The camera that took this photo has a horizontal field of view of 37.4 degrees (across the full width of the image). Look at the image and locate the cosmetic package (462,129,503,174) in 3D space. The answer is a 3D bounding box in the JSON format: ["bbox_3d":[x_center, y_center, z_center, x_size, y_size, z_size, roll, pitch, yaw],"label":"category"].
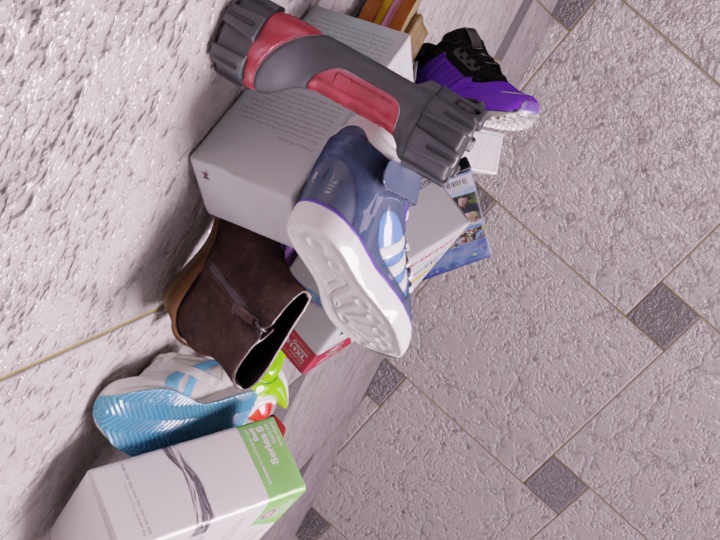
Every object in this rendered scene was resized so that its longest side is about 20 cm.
[{"bbox_3d":[0.069,-0.145,1.221,0.199,0.082,0.051,18,-82,58],"label":"cosmetic package"}]

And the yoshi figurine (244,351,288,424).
[{"bbox_3d":[-0.152,0.128,1.160,0.201,0.111,0.113,-60,152,-29],"label":"yoshi figurine"}]

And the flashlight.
[{"bbox_3d":[-0.012,-0.128,0.774,0.068,0.199,0.068,-49,167,-45],"label":"flashlight"}]

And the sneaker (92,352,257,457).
[{"bbox_3d":[-0.187,0.123,1.014,0.199,0.080,0.077,8,114,-60],"label":"sneaker"}]

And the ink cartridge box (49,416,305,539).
[{"bbox_3d":[-0.173,0.227,1.003,0.198,0.085,0.146,-11,152,-38],"label":"ink cartridge box"}]

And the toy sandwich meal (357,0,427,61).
[{"bbox_3d":[0.005,-0.201,1.128,0.207,0.070,0.205,-61,-177,5],"label":"toy sandwich meal"}]

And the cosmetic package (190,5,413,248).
[{"bbox_3d":[-0.043,-0.124,0.899,0.201,0.100,0.072,-56,155,-29],"label":"cosmetic package"}]

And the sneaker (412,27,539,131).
[{"bbox_3d":[0.116,-0.209,1.138,0.069,0.199,0.101,4,101,-37],"label":"sneaker"}]

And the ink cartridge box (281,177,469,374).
[{"bbox_3d":[0.000,0.000,1.075,0.145,0.083,0.200,-31,166,-36],"label":"ink cartridge box"}]

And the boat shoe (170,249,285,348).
[{"bbox_3d":[-0.129,0.036,1.056,0.069,0.071,0.200,-66,170,29],"label":"boat shoe"}]

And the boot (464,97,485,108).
[{"bbox_3d":[0.023,-0.126,1.037,0.138,0.197,0.079,-38,122,-68],"label":"boot"}]

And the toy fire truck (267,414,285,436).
[{"bbox_3d":[-0.164,0.257,1.210,0.200,0.112,0.168,-42,-169,14],"label":"toy fire truck"}]

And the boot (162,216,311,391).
[{"bbox_3d":[-0.079,-0.009,0.910,0.072,0.166,0.201,36,88,-39],"label":"boot"}]

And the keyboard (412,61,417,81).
[{"bbox_3d":[0.029,-0.132,1.174,0.057,0.011,0.202,-70,-179,-54],"label":"keyboard"}]

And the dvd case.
[{"bbox_3d":[0.069,-0.045,1.199,0.141,0.018,0.201,-19,150,4],"label":"dvd case"}]

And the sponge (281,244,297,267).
[{"bbox_3d":[-0.072,-0.053,1.256,0.202,0.030,0.112,-61,172,-4],"label":"sponge"}]

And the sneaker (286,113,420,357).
[{"bbox_3d":[0.021,-0.037,0.866,0.147,0.080,0.201,-59,144,-24],"label":"sneaker"}]
